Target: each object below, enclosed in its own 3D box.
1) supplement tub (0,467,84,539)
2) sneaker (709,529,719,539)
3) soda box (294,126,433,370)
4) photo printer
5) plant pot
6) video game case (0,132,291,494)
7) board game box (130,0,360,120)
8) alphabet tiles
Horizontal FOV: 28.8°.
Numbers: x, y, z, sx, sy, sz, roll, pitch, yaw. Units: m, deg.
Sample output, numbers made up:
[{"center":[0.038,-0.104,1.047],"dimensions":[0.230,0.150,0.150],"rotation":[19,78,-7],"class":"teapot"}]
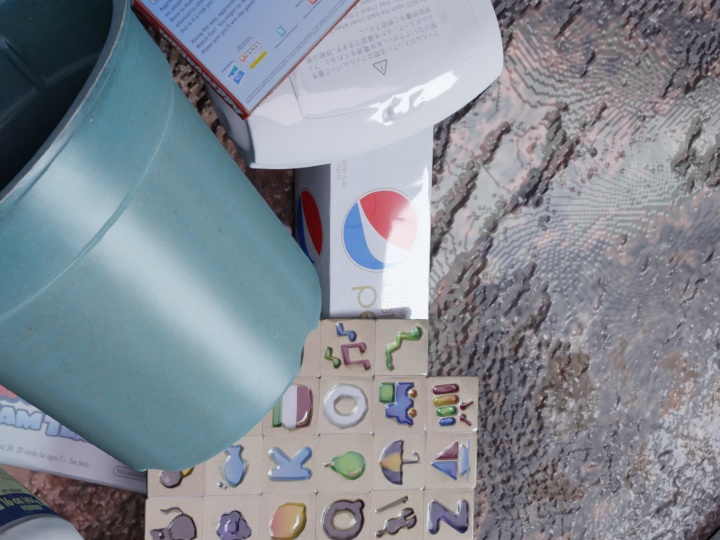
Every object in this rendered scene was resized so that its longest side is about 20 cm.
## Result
[{"center":[-0.247,0.135,0.688],"dimensions":[0.145,0.199,0.146],"rotation":[-47,158,-26],"class":"supplement tub"},{"center":[0.283,0.246,1.040],"dimensions":[0.074,0.082,0.201],"rotation":[38,89,-28],"class":"sneaker"},{"center":[0.000,0.000,0.848],"dimensions":[0.067,0.064,0.202],"rotation":[-6,108,-22],"class":"soda box"},{"center":[-0.020,-0.161,0.751],"dimensions":[0.165,0.069,0.202],"rotation":[-22,93,-16],"class":"photo printer"},{"center":[-0.133,-0.011,0.699],"dimensions":[0.200,0.200,0.196],"rotation":[-46,126,-4],"class":"plant pot"},{"center":[-0.158,0.031,0.810],"dimensions":[0.199,0.024,0.184],"rotation":[17,99,-27],"class":"video game case"},{"center":[-0.026,-0.183,0.704],"dimensions":[0.103,0.019,0.200],"rotation":[45,77,-10],"class":"board game box"},{"center":[-0.026,0.112,0.812],"dimensions":[0.198,0.006,0.168],"rotation":[1,92,-17],"class":"alphabet tiles"}]
